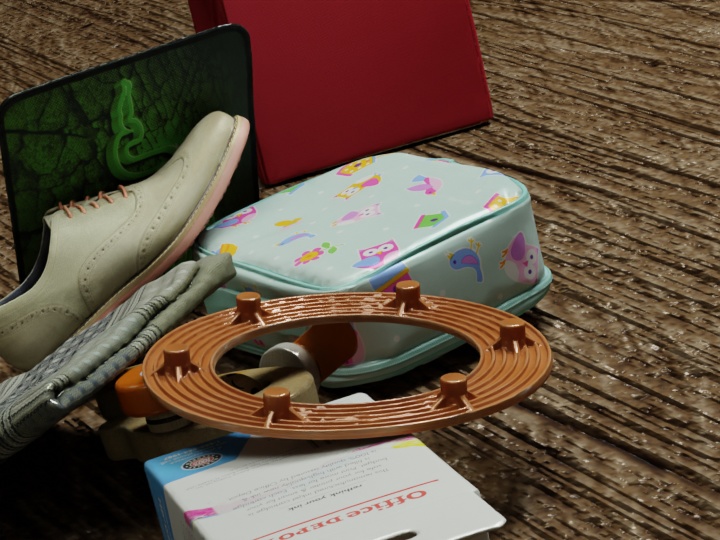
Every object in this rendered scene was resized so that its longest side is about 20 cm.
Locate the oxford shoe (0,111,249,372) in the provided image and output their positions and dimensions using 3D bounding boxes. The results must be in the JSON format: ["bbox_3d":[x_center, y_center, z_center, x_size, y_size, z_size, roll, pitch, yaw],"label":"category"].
[{"bbox_3d":[-0.142,-0.023,1.615,0.200,0.074,0.071,-51,10,-8],"label":"oxford shoe"}]

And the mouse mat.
[{"bbox_3d":[-0.133,-0.047,1.655,0.161,0.200,0.008,-21,46,-19],"label":"mouse mat"}]

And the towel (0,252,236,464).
[{"bbox_3d":[-0.175,0.067,1.469,0.192,0.035,0.200,-35,4,33],"label":"towel"}]

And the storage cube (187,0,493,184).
[{"bbox_3d":[-0.026,-0.184,1.988,0.199,0.180,0.171,-18,18,-9],"label":"storage cube"}]

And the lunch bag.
[{"bbox_3d":[0.000,0.000,1.585,0.160,0.077,0.200,-28,20,-23],"label":"lunch bag"}]

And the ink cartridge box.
[{"bbox_3d":[-0.013,0.126,1.235,0.115,0.068,0.200,-17,18,-14],"label":"ink cartridge box"}]

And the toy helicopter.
[{"bbox_3d":[-0.082,0.065,1.464,0.132,0.079,0.200,-24,13,-23],"label":"toy helicopter"}]

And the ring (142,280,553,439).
[{"bbox_3d":[-0.006,0.038,1.349,0.200,0.019,0.200,-2,19,1],"label":"ring"}]
